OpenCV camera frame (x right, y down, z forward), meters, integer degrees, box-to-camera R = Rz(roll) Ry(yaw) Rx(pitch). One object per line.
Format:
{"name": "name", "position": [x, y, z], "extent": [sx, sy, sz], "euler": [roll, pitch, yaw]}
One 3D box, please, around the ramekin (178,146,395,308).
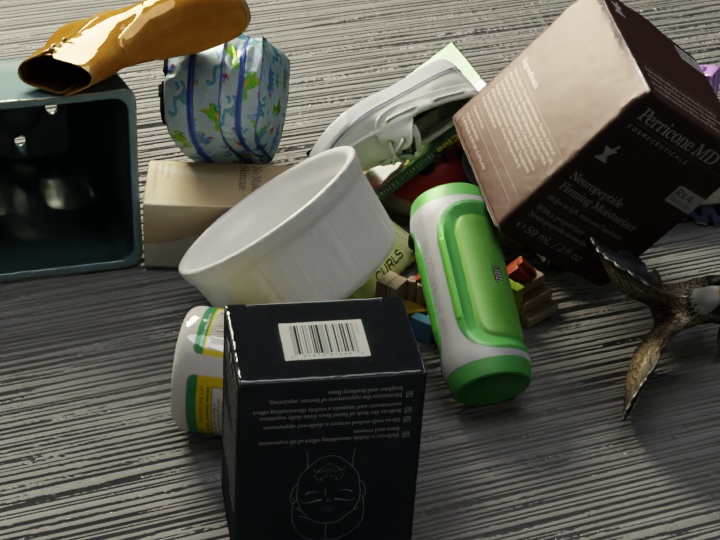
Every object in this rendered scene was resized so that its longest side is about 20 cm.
{"name": "ramekin", "position": [-0.063, -0.021, 1.629], "extent": [0.200, 0.098, 0.201], "euler": [-32, 16, 10]}

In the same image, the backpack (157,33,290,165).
{"name": "backpack", "position": [-0.140, -0.183, 1.803], "extent": [0.153, 0.164, 0.200], "euler": [8, -7, 27]}

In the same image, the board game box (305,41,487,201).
{"name": "board game box", "position": [0.046, -0.148, 1.834], "extent": [0.200, 0.023, 0.105], "euler": [-37, 50, 5]}

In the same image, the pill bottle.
{"name": "pill bottle", "position": [-0.059, 0.099, 1.528], "extent": [0.199, 0.113, 0.113], "euler": [7, 35, 6]}

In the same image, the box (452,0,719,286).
{"name": "box", "position": [0.227, -0.126, 1.657], "extent": [0.166, 0.200, 0.164], "euler": [26, 33, -37]}

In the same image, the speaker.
{"name": "speaker", "position": [0.101, 0.021, 1.617], "extent": [0.088, 0.089, 0.201], "euler": [-5, 63, -13]}

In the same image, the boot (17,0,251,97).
{"name": "boot", "position": [-0.217, -0.213, 1.655], "extent": [0.201, 0.071, 0.144], "euler": [-3, 28, 27]}

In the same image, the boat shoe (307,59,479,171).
{"name": "boat shoe", "position": [0.036, -0.143, 1.758], "extent": [0.200, 0.074, 0.065], "euler": [-37, 60, -15]}

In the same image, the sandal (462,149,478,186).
{"name": "sandal", "position": [0.170, -0.145, 1.815], "extent": [0.076, 0.043, 0.200], "euler": [39, 50, 1]}

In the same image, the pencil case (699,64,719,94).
{"name": "pencil case", "position": [0.330, -0.236, 2.069], "extent": [0.200, 0.086, 0.084], "euler": [22, 40, 23]}

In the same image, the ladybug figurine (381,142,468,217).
{"name": "ladybug figurine", "position": [0.057, -0.123, 1.892], "extent": [0.135, 0.072, 0.200], "euler": [-19, 41, -30]}

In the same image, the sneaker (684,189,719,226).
{"name": "sneaker", "position": [0.331, -0.110, 1.861], "extent": [0.199, 0.115, 0.081], "euler": [-5, 34, -12]}

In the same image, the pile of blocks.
{"name": "pile of blocks", "position": [0.100, 0.025, 1.693], "extent": [0.199, 0.062, 0.082], "euler": [-9, 37, -17]}

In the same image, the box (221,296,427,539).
{"name": "box", "position": [-0.034, 0.133, 1.404], "extent": [0.148, 0.200, 0.107], "euler": [-2, 34, -10]}

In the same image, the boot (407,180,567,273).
{"name": "boot", "position": [0.158, -0.040, 1.781], "extent": [0.200, 0.068, 0.131], "euler": [-18, 40, -37]}

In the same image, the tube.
{"name": "tube", "position": [0.000, 0.000, 1.730], "extent": [0.052, 0.058, 0.200], "euler": [-5, 25, 30]}

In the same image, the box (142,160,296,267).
{"name": "box", "position": [-0.120, -0.055, 1.773], "extent": [0.199, 0.078, 0.095], "euler": [1, 34, -4]}

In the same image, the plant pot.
{"name": "plant pot", "position": [-0.340, -0.125, 1.765], "extent": [0.195, 0.197, 0.200], "euler": [-8, 31, -16]}

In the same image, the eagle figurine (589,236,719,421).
{"name": "eagle figurine", "position": [0.284, 0.040, 1.610], "extent": [0.200, 0.151, 0.152], "euler": [-12, 48, -33]}
